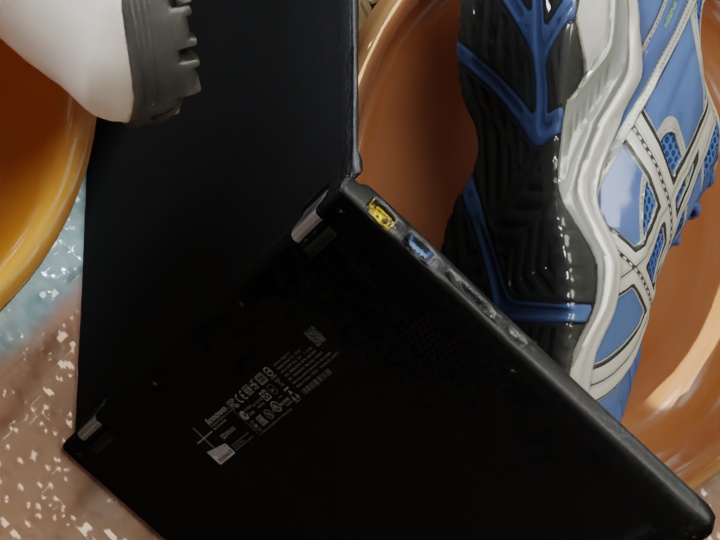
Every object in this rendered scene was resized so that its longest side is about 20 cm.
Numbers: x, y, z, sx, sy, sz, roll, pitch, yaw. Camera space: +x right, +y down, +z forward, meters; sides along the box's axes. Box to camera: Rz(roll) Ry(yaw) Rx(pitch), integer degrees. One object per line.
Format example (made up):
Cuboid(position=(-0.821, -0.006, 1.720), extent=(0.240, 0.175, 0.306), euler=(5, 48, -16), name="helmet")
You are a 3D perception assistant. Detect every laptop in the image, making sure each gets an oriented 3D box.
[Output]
Cuboid(position=(0.000, 0.000, 0.730), extent=(0.200, 0.187, 0.116), euler=(43, 54, -5), name="laptop")

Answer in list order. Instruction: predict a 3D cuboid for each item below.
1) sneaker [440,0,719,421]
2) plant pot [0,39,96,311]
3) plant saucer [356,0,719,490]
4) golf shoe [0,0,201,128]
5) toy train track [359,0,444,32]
Cuboid(position=(0.072, -0.015, 0.765), extent=(0.077, 0.076, 0.202), euler=(6, 93, -33), name="sneaker")
Cuboid(position=(-0.190, -0.026, 0.635), extent=(0.199, 0.183, 0.202), euler=(13, 60, -24), name="plant pot")
Cuboid(position=(0.067, -0.019, 0.828), extent=(0.199, 0.037, 0.202), euler=(-1, 93, -31), name="plant saucer")
Cuboid(position=(-0.119, -0.098, 0.562), extent=(0.094, 0.078, 0.200), euler=(-39, 87, -20), name="golf shoe")
Cuboid(position=(0.013, -0.055, 0.831), extent=(0.114, 0.032, 0.201), euler=(-31, 99, -27), name="toy train track")
